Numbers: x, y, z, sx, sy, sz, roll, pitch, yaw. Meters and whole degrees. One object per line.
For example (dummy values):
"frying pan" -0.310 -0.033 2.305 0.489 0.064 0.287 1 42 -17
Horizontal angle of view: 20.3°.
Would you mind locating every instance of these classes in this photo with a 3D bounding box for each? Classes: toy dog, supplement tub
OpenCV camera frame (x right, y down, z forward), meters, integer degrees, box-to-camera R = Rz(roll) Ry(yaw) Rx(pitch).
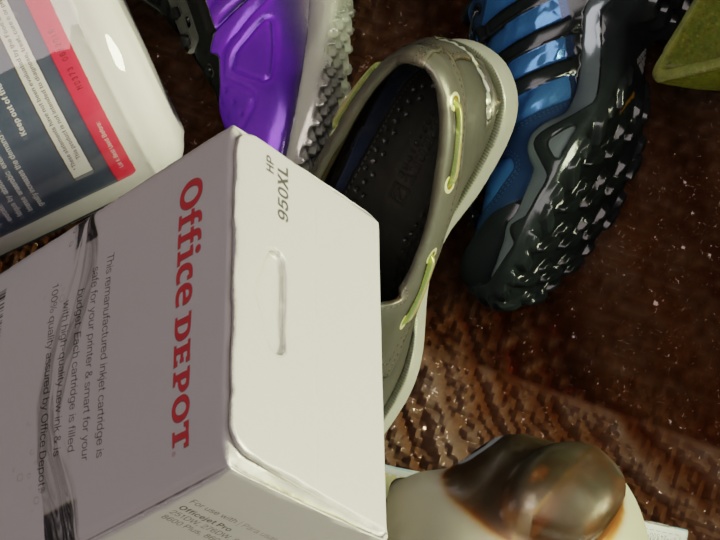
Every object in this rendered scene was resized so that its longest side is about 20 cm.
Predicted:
"toy dog" 0.051 0.157 0.723 0.193 0.140 0.201 0 68 14
"supplement tub" -0.185 -0.065 0.825 0.199 0.140 0.141 -25 82 -2

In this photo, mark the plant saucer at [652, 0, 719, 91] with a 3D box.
"plant saucer" 0.233 -0.149 0.795 0.048 0.200 0.200 40 70 -21

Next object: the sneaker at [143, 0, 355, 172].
"sneaker" -0.054 -0.112 0.868 0.099 0.070 0.201 3 76 8

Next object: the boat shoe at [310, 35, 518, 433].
"boat shoe" -0.002 -0.001 0.821 0.072 0.060 0.203 30 106 23

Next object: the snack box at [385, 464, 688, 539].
"snack box" 0.027 0.142 0.815 0.199 0.037 0.117 13 82 -12

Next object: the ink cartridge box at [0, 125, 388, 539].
"ink cartridge box" -0.088 0.060 0.760 0.199 0.084 0.145 -29 47 33

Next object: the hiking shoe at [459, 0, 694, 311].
"hiking shoe" 0.079 -0.080 0.863 0.086 0.074 0.201 19 82 27
